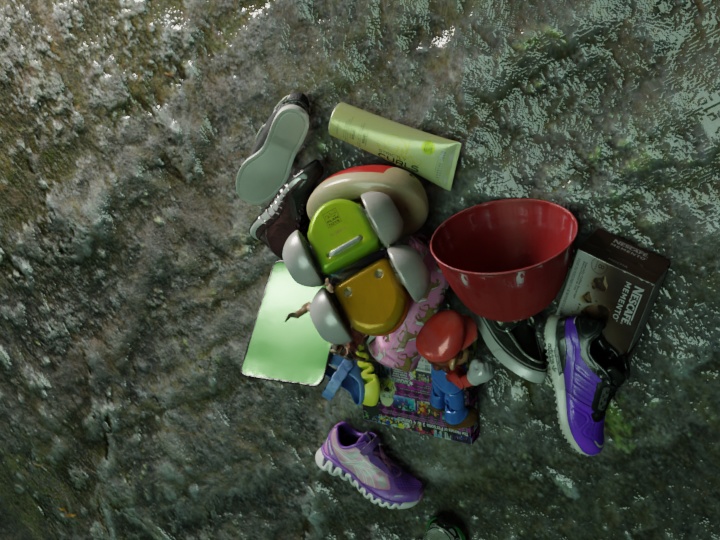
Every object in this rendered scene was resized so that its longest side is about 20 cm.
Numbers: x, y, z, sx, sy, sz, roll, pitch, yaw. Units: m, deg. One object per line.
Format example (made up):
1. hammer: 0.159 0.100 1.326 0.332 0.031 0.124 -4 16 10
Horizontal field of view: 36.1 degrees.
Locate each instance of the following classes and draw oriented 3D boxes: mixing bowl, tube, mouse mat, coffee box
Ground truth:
1. mixing bowl: 0.198 -0.002 1.487 0.197 0.200 0.110 6 123 30
2. tube: 0.049 -0.184 1.588 0.197 0.058 0.053 25 78 16
3. mouse mat: -0.100 0.080 1.740 0.158 0.008 0.203 5 69 31
4. coffee box: 0.327 0.062 1.497 0.112 0.080 0.203 27 124 20

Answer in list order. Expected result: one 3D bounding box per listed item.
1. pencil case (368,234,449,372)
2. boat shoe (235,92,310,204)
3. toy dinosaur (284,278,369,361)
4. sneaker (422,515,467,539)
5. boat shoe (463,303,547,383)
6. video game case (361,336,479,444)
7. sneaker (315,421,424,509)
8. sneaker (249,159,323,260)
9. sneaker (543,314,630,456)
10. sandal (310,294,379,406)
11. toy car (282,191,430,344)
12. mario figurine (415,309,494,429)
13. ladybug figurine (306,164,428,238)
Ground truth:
1. pencil case: 0.076 0.049 1.627 0.081 0.087 0.203 19 107 1
2. boat shoe: -0.132 -0.187 1.695 0.073 0.061 0.201 22 129 -11
3. toy dinosaur: -0.021 0.054 1.669 0.134 0.201 0.086 34 145 1
4. sneaker: 0.121 0.493 1.820 0.077 0.085 0.203 22 121 22
5. boat shoe: 0.206 0.073 1.541 0.064 0.070 0.201 -60 40 26
6. video game case: 0.089 0.165 1.724 0.197 0.036 0.185 8 114 30
7. sneaker: 0.018 0.315 1.816 0.198 0.080 0.090 26 115 22
8. sneaker: -0.085 -0.080 1.713 0.116 0.076 0.200 46 138 0
9. sneaker: 0.309 0.153 1.456 0.098 0.069 0.203 -6 109 32
10. sandal: -0.040 0.124 1.724 0.080 0.086 0.202 113 139 -54
11. toy car: 0.000 0.000 1.551 0.173 0.150 0.202 -29 77 5
12. mario figurine: 0.144 0.132 1.584 0.121 0.107 0.202 13 138 20
13. ladybug figurine: 0.011 -0.102 1.616 0.197 0.073 0.136 -5 140 28
